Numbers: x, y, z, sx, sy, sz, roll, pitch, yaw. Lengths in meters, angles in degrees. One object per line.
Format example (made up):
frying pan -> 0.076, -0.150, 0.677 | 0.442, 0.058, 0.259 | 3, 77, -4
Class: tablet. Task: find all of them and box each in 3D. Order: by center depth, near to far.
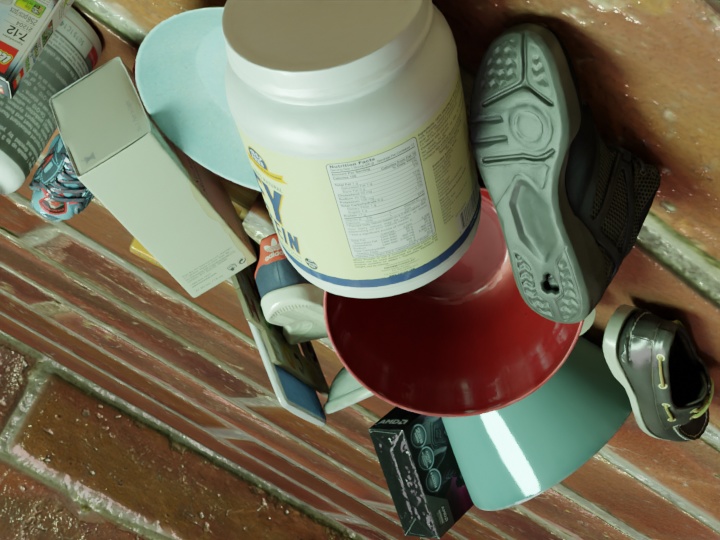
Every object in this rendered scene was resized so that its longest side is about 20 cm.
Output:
tablet -> -0.090, 0.055, 1.208 | 0.200, 0.014, 0.130 | 68, -171, 22

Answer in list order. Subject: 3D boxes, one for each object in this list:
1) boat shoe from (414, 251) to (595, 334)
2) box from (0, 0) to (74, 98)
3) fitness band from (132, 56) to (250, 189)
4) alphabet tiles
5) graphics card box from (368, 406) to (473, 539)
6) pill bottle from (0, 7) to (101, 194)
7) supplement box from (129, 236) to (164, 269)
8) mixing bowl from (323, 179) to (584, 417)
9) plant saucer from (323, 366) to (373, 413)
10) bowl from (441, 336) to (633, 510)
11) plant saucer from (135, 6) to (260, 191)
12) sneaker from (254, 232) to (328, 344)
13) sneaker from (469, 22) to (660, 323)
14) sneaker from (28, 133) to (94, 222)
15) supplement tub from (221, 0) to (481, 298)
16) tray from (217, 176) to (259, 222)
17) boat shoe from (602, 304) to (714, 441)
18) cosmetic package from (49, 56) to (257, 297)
boat shoe -> 0.109, 0.004, 1.055 | 0.199, 0.071, 0.063 | 17, -159, -6
box -> -0.334, -0.230, 0.947 | 0.200, 0.110, 0.035 | 28, 162, -4
fitness band -> -0.123, -0.132, 1.044 | 0.143, 0.037, 0.200 | 24, 161, 10
alphabet tiles -> -0.089, 0.032, 1.211 | 0.168, 0.008, 0.200 | 68, -172, 23
graphics card box -> 0.100, 0.169, 1.249 | 0.051, 0.200, 0.126 | -4, 110, 43
pill bottle -> -0.315, -0.138, 1.028 | 0.114, 0.200, 0.114 | 24, 162, 8
supplement box -> -0.210, -0.037, 1.315 | 0.066, 0.069, 0.200 | 28, 173, -9
mixing bowl -> 0.071, 0.003, 0.959 | 0.200, 0.200, 0.108 | 32, -156, -16
plant saucer -> 0.045, 0.082, 1.232 | 0.050, 0.200, 0.200 | 65, 161, 5
bowl -> 0.155, 0.122, 1.158 | 0.105, 0.201, 0.201 | 51, 158, -7
plant saucer -> -0.069, -0.133, 0.914 | 0.200, 0.039, 0.201 | 12, 146, 8
sneaker -> -0.052, 0.015, 1.147 | 0.075, 0.085, 0.200 | -15, 165, 3
sneaker -> 0.136, -0.077, 0.792 | 0.076, 0.114, 0.200 | 3, 123, 40
sneaker -> -0.267, -0.088, 1.153 | 0.079, 0.096, 0.200 | 31, 162, -15
supplement tub -> -0.003, -0.094, 0.778 | 0.145, 0.145, 0.200 | 17, 147, 26
tray -> -0.199, -0.109, 1.216 | 0.200, 0.037, 0.099 | 28, 162, -7
boat shoe -> 0.277, 0.102, 1.075 | 0.060, 0.072, 0.201 | 13, 157, 40
cosmetic package -> -0.174, -0.075, 1.040 | 0.104, 0.073, 0.200 | 62, -177, 36
